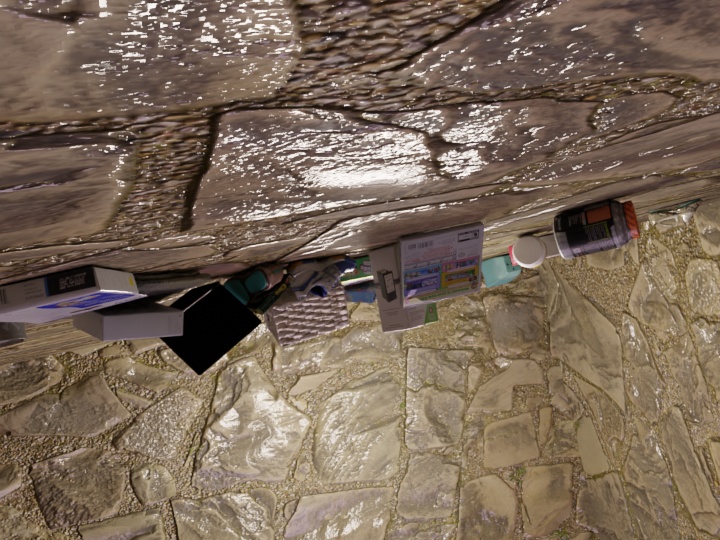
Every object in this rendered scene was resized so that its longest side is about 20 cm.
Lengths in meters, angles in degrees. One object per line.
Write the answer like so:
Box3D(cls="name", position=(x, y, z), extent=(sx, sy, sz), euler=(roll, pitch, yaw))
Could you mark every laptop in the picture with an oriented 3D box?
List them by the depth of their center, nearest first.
Box3D(cls="laptop", position=(-0.353, 0.124, 1.423), extent=(0.199, 0.117, 0.187), euler=(-12, -157, 48))

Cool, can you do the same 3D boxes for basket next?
Box3D(cls="basket", position=(-0.134, 0.085, 1.604), extent=(0.197, 0.137, 0.124), euler=(-16, -149, -13))

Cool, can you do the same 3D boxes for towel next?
Box3D(cls="towel", position=(-0.401, 0.031, 1.198), extent=(0.191, 0.035, 0.199), euler=(-19, 171, 32))

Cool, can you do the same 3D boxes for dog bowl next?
Box3D(cls="dog bowl", position=(-0.685, 0.111, 1.151), extent=(0.197, 0.060, 0.200), euler=(-13, 176, -1))

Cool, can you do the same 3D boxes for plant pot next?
Box3D(cls="plant pot", position=(0.745, -0.014, 3.471), extent=(0.139, 0.143, 0.200), euler=(-11, 169, -20))

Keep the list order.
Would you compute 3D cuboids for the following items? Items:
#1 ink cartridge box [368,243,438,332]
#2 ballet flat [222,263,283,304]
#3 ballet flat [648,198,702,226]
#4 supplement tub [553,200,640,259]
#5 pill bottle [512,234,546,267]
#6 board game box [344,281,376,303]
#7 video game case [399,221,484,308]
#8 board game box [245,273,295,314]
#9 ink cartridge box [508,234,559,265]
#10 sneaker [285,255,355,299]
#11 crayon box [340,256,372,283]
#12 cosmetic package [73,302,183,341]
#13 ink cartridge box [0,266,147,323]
Box3D(cls="ink cartridge box", position=(0.107, 0.038, 1.626), extent=(0.083, 0.203, 0.145), euler=(-12, 177, 37))
Box3D(cls="ballet flat", position=(-0.229, 0.029, 1.433), extent=(0.067, 0.069, 0.199), euler=(-31, -170, -41))
Box3D(cls="ballet flat", position=(1.197, -0.210, 2.511), extent=(0.198, 0.076, 0.067), euler=(-16, 174, 40))
Box3D(cls="supplement tub", position=(0.612, -0.109, 1.723), extent=(0.198, 0.124, 0.122), euler=(-14, 176, 28))
Box3D(cls="pill bottle", position=(0.589, -0.067, 2.309), extent=(0.113, 0.116, 0.200), euler=(-14, 175, 18))
Box3D(cls="board game box", position=(-0.006, 0.043, 1.904), extent=(0.149, 0.037, 0.200), euler=(2, -162, 19))
Box3D(cls="video game case", position=(0.183, -0.012, 1.507), extent=(0.197, 0.184, 0.022), euler=(-12, -146, -12))
Box3D(cls="board game box", position=(-0.213, 0.049, 1.469), extent=(0.105, 0.023, 0.199), euler=(-50, -163, -15))
Box3D(cls="ink cartridge box", position=(0.711, -0.085, 2.647), extent=(0.143, 0.086, 0.200), euler=(-12, 176, -23))
Box3D(cls="sneaker", position=(-0.086, 0.017, 1.524), extent=(0.198, 0.089, 0.075), euler=(-11, 174, -43))
Box3D(cls="crayon box", position=(0.000, 0.000, 1.776), extent=(0.197, 0.059, 0.172), euler=(-11, 175, -24))
Box3D(cls="cosmetic package", position=(-0.449, 0.093, 1.273), extent=(0.149, 0.053, 0.199), euler=(1, -177, -38))
Box3D(cls="ink cartridge box", position=(-0.451, 0.039, 1.004), extent=(0.195, 0.048, 0.200), euler=(-14, 177, 0))
